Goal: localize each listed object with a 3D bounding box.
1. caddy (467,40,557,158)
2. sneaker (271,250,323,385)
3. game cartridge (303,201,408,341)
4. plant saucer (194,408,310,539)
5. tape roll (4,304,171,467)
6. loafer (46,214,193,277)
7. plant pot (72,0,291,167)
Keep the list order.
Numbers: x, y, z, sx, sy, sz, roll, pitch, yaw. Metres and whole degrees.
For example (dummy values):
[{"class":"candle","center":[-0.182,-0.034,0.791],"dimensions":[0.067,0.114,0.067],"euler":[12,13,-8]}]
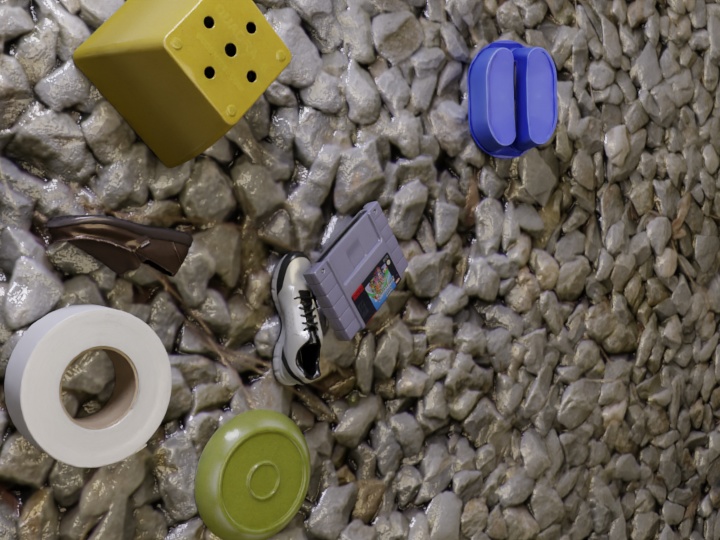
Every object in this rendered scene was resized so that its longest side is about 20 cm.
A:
[{"class":"caddy","center":[0.256,-0.292,1.643],"dimensions":[0.140,0.105,0.202],"euler":[-3,96,-14]},{"class":"sneaker","center":[-0.084,0.072,1.423],"dimensions":[0.073,0.080,0.202],"euler":[-4,93,-34]},{"class":"game cartridge","center":[0.000,0.000,1.477],"dimensions":[0.130,0.038,0.200],"euler":[59,44,-20]},{"class":"plant saucer","center":[-0.148,0.306,1.418],"dimensions":[0.199,0.031,0.202],"euler":[-2,94,-37]},{"class":"tape roll","center":[-0.345,0.146,1.233],"dimensions":[0.201,0.071,0.205],"euler":[-3,94,-37]},{"class":"loafer","center":[-0.308,-0.029,1.248],"dimensions":[0.199,0.073,0.072],"euler":[10,86,-37]},{"class":"plant pot","center":[-0.210,-0.273,1.243],"dimensions":[0.200,0.176,0.200],"euler":[-52,120,-22]}]
